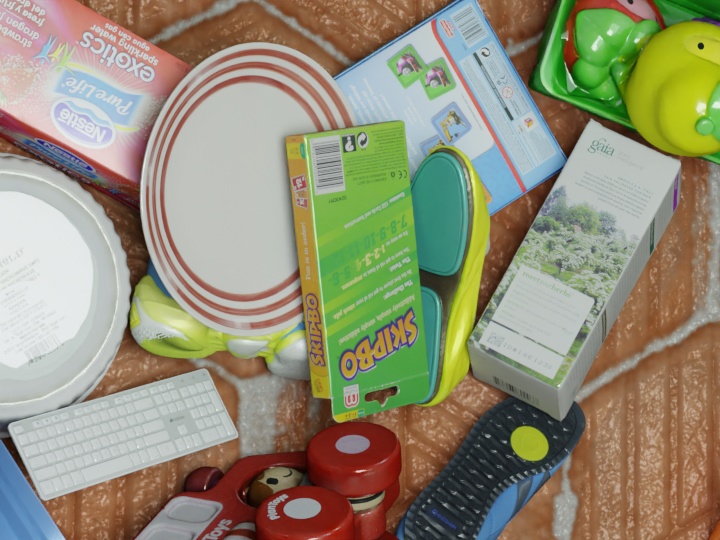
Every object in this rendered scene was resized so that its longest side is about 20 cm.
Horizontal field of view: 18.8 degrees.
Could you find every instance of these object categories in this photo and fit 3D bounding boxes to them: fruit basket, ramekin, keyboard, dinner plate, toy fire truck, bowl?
[{"bbox_3d":[0.235,-0.153,1.599,0.214,0.215,0.157,20,81,-14],"label":"fruit basket"},{"bbox_3d":[-0.249,0.014,1.490,0.198,0.105,0.202,1,86,-17],"label":"ramekin"},{"bbox_3d":[-0.160,0.111,1.497,0.199,0.011,0.057,-14,68,-52],"label":"keyboard"},{"bbox_3d":[-0.075,-0.056,1.497,0.199,0.024,0.202,-7,101,-42],"label":"dinner plate"},{"bbox_3d":[-0.064,0.178,1.492,0.167,0.200,0.113,9,120,21],"label":"toy fire truck"},{"bbox_3d":[-0.207,0.195,1.433,0.039,0.201,0.202,-33,96,-11],"label":"bowl"}]

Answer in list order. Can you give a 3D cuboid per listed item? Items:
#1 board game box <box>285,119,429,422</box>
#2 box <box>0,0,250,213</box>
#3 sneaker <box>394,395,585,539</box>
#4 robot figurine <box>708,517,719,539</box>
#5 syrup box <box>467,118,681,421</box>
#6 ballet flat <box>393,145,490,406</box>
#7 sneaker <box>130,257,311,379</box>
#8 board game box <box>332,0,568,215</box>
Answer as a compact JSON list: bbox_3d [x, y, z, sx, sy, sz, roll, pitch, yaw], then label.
[{"bbox_3d":[0.000,0.000,1.531,0.095,0.030,0.202,-11,96,-40],"label":"board game box"},{"bbox_3d":[-0.190,-0.120,1.520,0.199,0.100,0.096,29,78,-14],"label":"box"},{"bbox_3d":[0.090,0.164,1.613,0.066,0.079,0.200,39,57,14],"label":"sneaker"},{"bbox_3d":[0.341,0.187,1.653,0.143,0.117,0.201,32,79,3],"label":"robot figurine"},{"bbox_3d":[0.160,-0.001,1.611,0.078,0.082,0.201,26,74,16],"label":"syrup box"},{"bbox_3d":[0.063,0.002,1.584,0.067,0.066,0.202,-16,119,-48],"label":"ballet flat"},{"bbox_3d":[-0.067,0.016,1.562,0.198,0.076,0.106,11,71,-28],"label":"sneaker"},{"bbox_3d":[0.037,-0.091,1.619,0.199,0.037,0.152,-33,97,-17],"label":"board game box"}]
